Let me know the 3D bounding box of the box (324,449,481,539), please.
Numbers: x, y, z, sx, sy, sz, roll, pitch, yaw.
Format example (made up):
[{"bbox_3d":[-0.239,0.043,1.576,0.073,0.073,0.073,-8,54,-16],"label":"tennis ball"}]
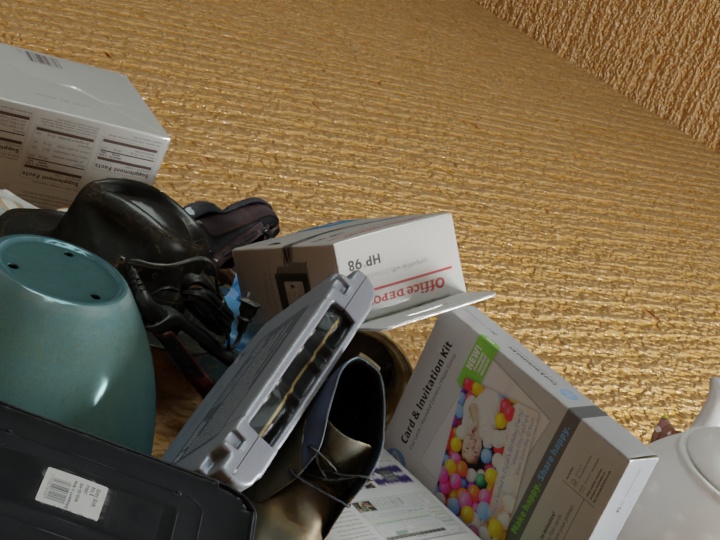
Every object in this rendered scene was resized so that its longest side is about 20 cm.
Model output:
[{"bbox_3d":[0.002,0.181,1.000,0.143,0.037,0.200,2,28,-46],"label":"box"}]

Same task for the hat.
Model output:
[{"bbox_3d":[-0.177,-0.021,1.077,0.199,0.081,0.201,25,24,-12],"label":"hat"}]

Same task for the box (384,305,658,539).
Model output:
[{"bbox_3d":[0.105,0.143,1.032,0.041,0.157,0.200,4,28,-44],"label":"box"}]

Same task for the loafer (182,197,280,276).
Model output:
[{"bbox_3d":[-0.117,-0.022,1.267,0.063,0.072,0.200,50,16,10],"label":"loafer"}]

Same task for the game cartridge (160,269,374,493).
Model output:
[{"bbox_3d":[-0.073,0.090,0.942,0.041,0.133,0.201,47,46,-13],"label":"game cartridge"}]

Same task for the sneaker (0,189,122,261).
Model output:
[{"bbox_3d":[-0.267,-0.013,1.134,0.198,0.076,0.092,3,32,-42],"label":"sneaker"}]

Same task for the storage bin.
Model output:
[{"bbox_3d":[-0.167,0.161,0.771,0.198,0.095,0.136,22,20,-8],"label":"storage bin"}]

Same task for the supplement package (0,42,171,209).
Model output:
[{"bbox_3d":[-0.307,-0.129,1.322,0.198,0.112,0.156,12,23,-33],"label":"supplement package"}]

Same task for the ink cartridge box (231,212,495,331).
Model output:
[{"bbox_3d":[0.000,0.000,1.087,0.115,0.068,0.199,-16,8,-33],"label":"ink cartridge box"}]

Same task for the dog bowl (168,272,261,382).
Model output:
[{"bbox_3d":[-0.090,0.054,1.197,0.111,0.050,0.199,31,20,18],"label":"dog bowl"}]

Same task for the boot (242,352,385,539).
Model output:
[{"bbox_3d":[-0.040,0.139,0.887,0.074,0.097,0.201,29,42,-10],"label":"boot"}]

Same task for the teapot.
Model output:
[{"bbox_3d":[0.287,0.195,1.104,0.196,0.147,0.200,-6,40,-47],"label":"teapot"}]

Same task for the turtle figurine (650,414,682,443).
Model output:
[{"bbox_3d":[0.339,0.192,1.245,0.159,0.202,0.065,9,45,27],"label":"turtle figurine"}]

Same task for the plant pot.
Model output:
[{"bbox_3d":[-0.216,0.057,0.916,0.198,0.136,0.201,21,19,-8],"label":"plant pot"}]

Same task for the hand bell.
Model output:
[{"bbox_3d":[0.007,0.050,1.193,0.103,0.105,0.200,23,25,-1],"label":"hand bell"}]

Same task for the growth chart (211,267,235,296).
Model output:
[{"bbox_3d":[-0.158,-0.009,1.298,0.144,0.018,0.199,36,15,28],"label":"growth chart"}]

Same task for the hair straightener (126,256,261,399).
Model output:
[{"bbox_3d":[-0.112,0.040,1.021,0.041,0.077,0.201,27,-18,36],"label":"hair straightener"}]
